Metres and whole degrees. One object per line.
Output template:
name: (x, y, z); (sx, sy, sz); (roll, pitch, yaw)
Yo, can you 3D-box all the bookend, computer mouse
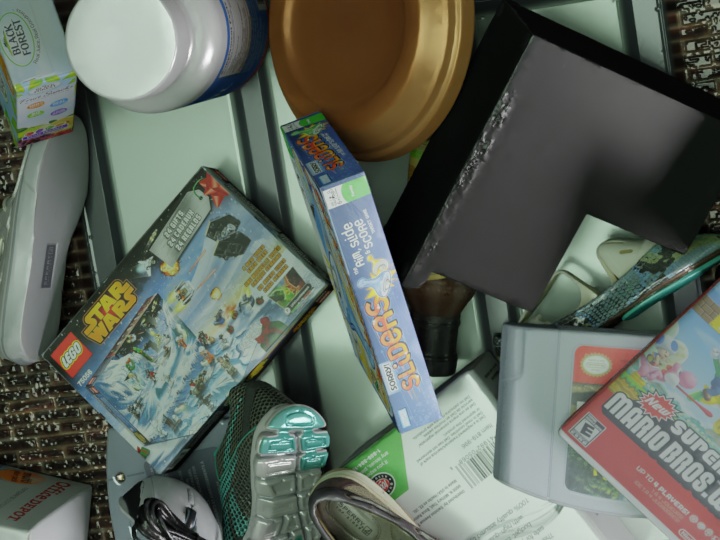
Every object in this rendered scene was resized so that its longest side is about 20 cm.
bookend: (0.151, -0.057, 1.443); (0.200, 0.092, 0.199); (21, 108, -17)
computer mouse: (-0.135, 0.185, 1.512); (0.110, 0.200, 0.044); (30, 87, -18)

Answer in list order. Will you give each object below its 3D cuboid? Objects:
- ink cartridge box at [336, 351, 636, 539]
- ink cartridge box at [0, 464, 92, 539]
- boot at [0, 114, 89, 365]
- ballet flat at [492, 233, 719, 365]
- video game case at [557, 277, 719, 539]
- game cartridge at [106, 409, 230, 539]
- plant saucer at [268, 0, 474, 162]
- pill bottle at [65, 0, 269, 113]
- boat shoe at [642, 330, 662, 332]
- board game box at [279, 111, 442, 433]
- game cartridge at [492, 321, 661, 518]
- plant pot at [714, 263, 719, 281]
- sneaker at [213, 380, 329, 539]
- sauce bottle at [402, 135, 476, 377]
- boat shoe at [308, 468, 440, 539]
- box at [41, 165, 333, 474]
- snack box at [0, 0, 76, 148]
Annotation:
ink cartridge box: (0.097, 0.186, 1.538); (0.147, 0.083, 0.200); (-38, 88, 16)
ink cartridge box: (-0.334, 0.234, 1.619); (0.199, 0.145, 0.145); (12, 102, 11)
boot: (-0.279, -0.031, 1.600); (0.095, 0.074, 0.201); (12, 90, 27)
ballet flat: (0.179, 0.017, 1.500); (0.200, 0.074, 0.074); (-38, 89, 15)
video game case: (0.244, 0.101, 1.374); (0.143, 0.017, 0.200); (43, 128, 2)
game cartridge: (-0.129, 0.208, 1.623); (0.133, 0.040, 0.201); (-13, 96, 12)
plant saucer: (-0.002, -0.179, 1.473); (0.200, 0.037, 0.201); (4, 95, 46)
pill bottle: (-0.142, -0.172, 1.474); (0.112, 0.200, 0.113); (2, 100, 14)
boat shoe: (0.276, 0.103, 1.491); (0.200, 0.063, 0.073); (27, 104, 8)
board game box: (0.000, 0.000, 1.450); (0.034, 0.135, 0.200); (-21, 115, -6)
game cartridge: (0.197, 0.109, 1.456); (0.199, 0.041, 0.134); (3, 98, 6)
plant pot: (0.372, 0.004, 1.393); (0.199, 0.177, 0.200); (38, 107, 6)
sneaker: (-0.077, 0.170, 1.556); (0.091, 0.077, 0.200); (44, 130, 46)
sauce bottle: (0.063, -0.021, 1.521); (0.065, 0.065, 0.201); (6, 101, 13)
boat shoe: (0.040, 0.223, 1.480); (0.200, 0.065, 0.072); (40, 106, 4)
box: (-0.133, 0.039, 1.572); (0.137, 0.040, 0.200); (44, 100, 12)
snack box: (-0.264, -0.208, 1.505); (0.053, 0.142, 0.200); (-18, 80, -12)
